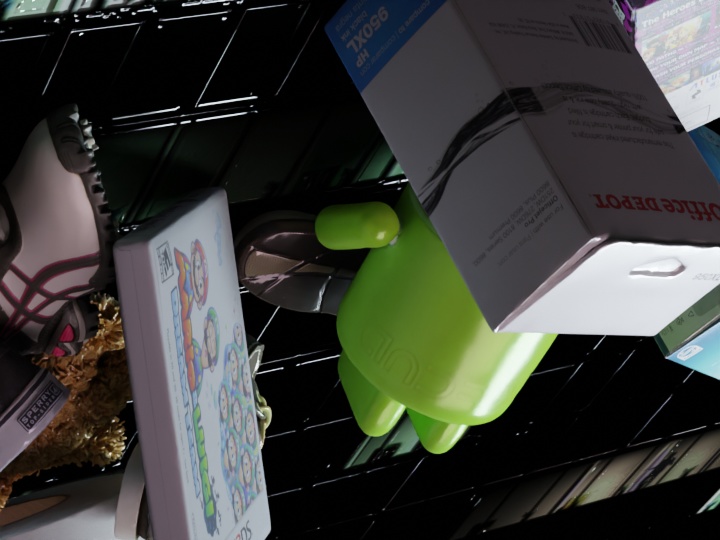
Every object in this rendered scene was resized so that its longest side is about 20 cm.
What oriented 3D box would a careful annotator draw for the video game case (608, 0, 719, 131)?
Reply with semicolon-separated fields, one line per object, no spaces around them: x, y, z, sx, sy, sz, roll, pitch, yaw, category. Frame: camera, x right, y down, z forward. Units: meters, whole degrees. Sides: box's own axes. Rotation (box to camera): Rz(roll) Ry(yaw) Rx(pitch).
0.237;-0.157;1.482;0.200;0.036;0.181;-25;156;-7;video game case

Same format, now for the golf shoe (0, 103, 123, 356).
-0.174;-0.009;1.299;0.088;0.077;0.200;-10;151;-20;golf shoe

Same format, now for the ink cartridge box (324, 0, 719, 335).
0.092;-0.068;1.303;0.145;0.200;0.084;2;142;-48;ink cartridge box

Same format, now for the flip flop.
0.000;0.000;1.529;0.200;0.058;0.081;20;121;-39;flip flop

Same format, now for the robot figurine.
0.062;0.006;1.439;0.175;0.116;0.200;17;119;-24;robot figurine

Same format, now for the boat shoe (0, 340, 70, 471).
-0.225;0.091;1.366;0.074;0.068;0.199;-51;-174;-33;boat shoe

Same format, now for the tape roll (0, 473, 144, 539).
-0.219;0.167;1.511;0.203;0.037;0.203;-16;-177;1;tape roll

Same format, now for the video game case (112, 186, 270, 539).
-0.085;0.067;1.332;0.024;0.200;0.182;-6;-171;10;video game case

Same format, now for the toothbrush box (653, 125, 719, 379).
0.232;-0.010;1.637;0.085;0.146;0.200;-36;156;19;toothbrush box

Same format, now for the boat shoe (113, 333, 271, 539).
-0.087;0.098;1.495;0.202;0.060;0.072;-63;165;-58;boat shoe

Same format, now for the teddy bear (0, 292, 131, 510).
-0.191;0.085;1.476;0.200;0.067;0.145;-28;154;0;teddy bear
